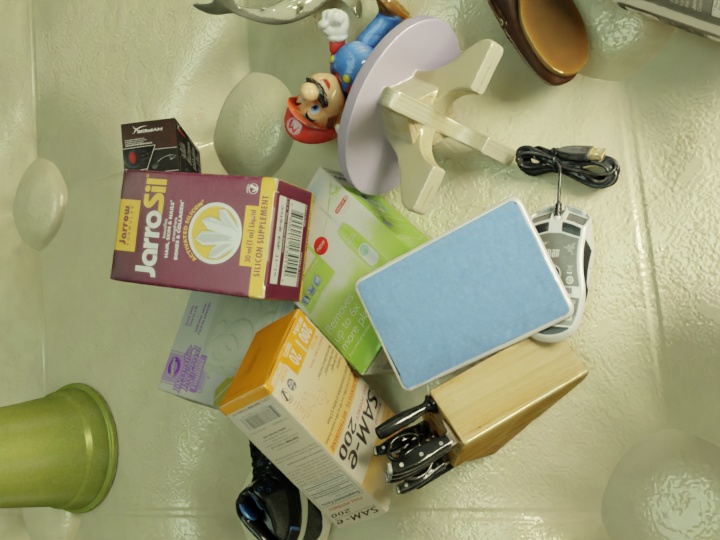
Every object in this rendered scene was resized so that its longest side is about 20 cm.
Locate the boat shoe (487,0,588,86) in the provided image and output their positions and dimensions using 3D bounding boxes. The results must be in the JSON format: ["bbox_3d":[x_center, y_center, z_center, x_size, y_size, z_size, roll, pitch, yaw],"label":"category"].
[{"bbox_3d":[0.175,-0.274,0.886,0.070,0.070,0.202,121,136,-63],"label":"boat shoe"}]

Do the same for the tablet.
[{"bbox_3d":[0.100,0.027,0.858,0.199,0.014,0.131,-28,85,22],"label":"tablet"}]

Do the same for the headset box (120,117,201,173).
[{"bbox_3d":[-0.254,-0.079,1.120,0.074,0.149,0.202,-7,82,1],"label":"headset box"}]

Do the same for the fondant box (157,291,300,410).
[{"bbox_3d":[-0.154,0.104,1.064,0.199,0.058,0.146,6,73,42],"label":"fondant box"}]

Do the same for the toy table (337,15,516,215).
[{"bbox_3d":[0.069,-0.160,0.897,0.117,0.182,0.202,38,117,49],"label":"toy table"}]

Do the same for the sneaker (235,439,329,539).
[{"bbox_3d":[-0.112,0.236,1.022,0.073,0.111,0.201,-37,66,27],"label":"sneaker"}]

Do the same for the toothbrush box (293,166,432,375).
[{"bbox_3d":[0.000,0.000,0.976,0.200,0.086,0.146,45,111,31],"label":"toothbrush box"}]

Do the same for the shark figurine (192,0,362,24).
[{"bbox_3d":[-0.088,-0.338,1.057,0.129,0.213,0.089,60,164,-9],"label":"shark figurine"}]

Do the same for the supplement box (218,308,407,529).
[{"bbox_3d":[-0.043,0.159,0.910,0.073,0.126,0.200,-28,114,30],"label":"supplement box"}]

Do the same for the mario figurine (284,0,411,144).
[{"bbox_3d":[-0.020,-0.231,0.991,0.200,0.106,0.124,-45,28,16],"label":"mario figurine"}]

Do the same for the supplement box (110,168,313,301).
[{"bbox_3d":[-0.166,-0.040,0.957,0.198,0.103,0.133,5,88,21],"label":"supplement box"}]

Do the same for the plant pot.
[{"bbox_3d":[-0.497,0.271,1.256,0.199,0.183,0.203,-3,84,36],"label":"plant pot"}]

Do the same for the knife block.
[{"bbox_3d":[0.107,0.138,0.831,0.200,0.175,0.064,-46,64,24],"label":"knife block"}]

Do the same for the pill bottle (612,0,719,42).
[{"bbox_3d":[0.294,-0.281,0.764,0.199,0.113,0.115,34,106,32],"label":"pill bottle"}]

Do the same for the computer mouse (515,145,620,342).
[{"bbox_3d":[0.200,-0.027,0.860,0.109,0.044,0.202,5,84,30],"label":"computer mouse"}]
